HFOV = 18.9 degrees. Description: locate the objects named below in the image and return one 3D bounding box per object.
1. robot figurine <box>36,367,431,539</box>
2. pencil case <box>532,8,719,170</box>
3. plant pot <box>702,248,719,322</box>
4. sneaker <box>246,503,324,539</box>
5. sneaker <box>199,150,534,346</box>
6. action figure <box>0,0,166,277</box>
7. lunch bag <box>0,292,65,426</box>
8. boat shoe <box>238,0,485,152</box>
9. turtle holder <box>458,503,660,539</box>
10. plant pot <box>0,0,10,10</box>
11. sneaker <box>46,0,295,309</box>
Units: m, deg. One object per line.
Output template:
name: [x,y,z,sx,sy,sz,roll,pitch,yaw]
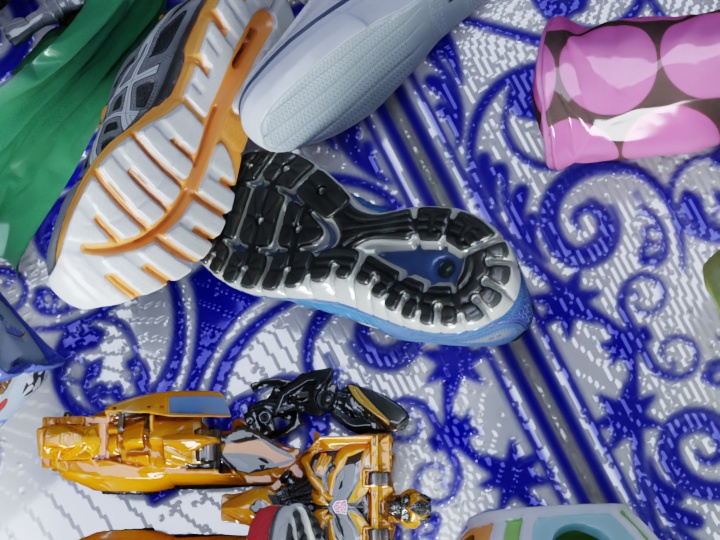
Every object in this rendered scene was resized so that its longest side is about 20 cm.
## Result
robot figurine: [-0.064,0.123,1.099,0.199,0.058,0.146,-2,82,7]
pencil case: [0.186,-0.104,1.096,0.199,0.094,0.091,-7,124,6]
plant pot: [0.271,0.011,1.024,0.184,0.200,0.201,-30,78,13]
sneaker: [-0.061,0.205,1.049,0.085,0.077,0.201,12,109,16]
sneaker: [0.000,0.000,1.104,0.199,0.089,0.079,20,77,31]
action figure: [-0.156,-0.106,1.140,0.055,0.118,0.200,29,76,23]
lunch bag: [-0.282,0.033,1.106,0.200,0.124,0.170,45,96,6]
boat shoe: [0.003,-0.137,1.126,0.200,0.074,0.067,-37,61,-24]
turtle holder: [0.114,0.178,1.026,0.185,0.141,0.132,-6,78,7]
plant pot: [-0.235,-0.226,1.130,0.173,0.200,0.200,35,86,-5]
sneaker: [-0.105,-0.064,1.114,0.077,0.078,0.200,1,52,46]
